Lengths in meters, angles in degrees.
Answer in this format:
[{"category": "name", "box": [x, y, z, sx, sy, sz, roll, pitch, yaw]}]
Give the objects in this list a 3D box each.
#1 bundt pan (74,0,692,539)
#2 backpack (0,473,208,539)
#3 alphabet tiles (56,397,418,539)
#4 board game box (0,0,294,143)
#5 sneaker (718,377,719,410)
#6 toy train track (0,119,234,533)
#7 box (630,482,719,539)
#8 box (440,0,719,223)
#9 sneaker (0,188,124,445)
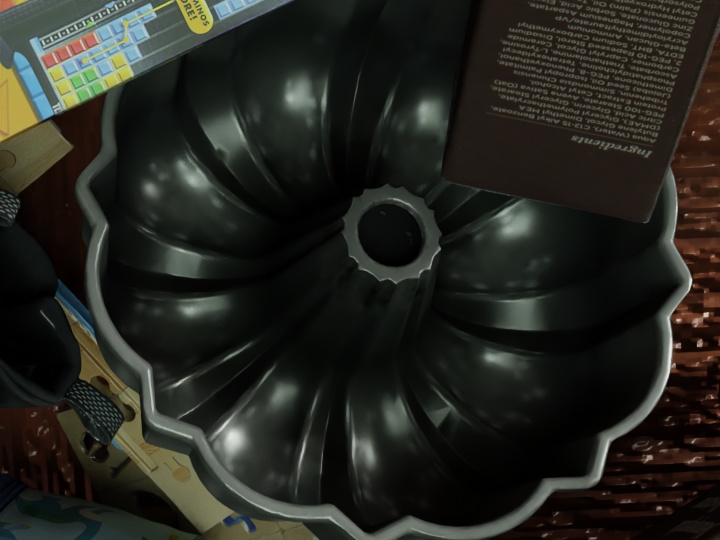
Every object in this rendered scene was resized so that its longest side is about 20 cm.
[{"category": "bundt pan", "box": [0.000, 0.000, 0.941, 0.201, 0.076, 0.203, 5, 70, -15]}, {"category": "backpack", "box": [-0.140, 0.172, 0.990, 0.146, 0.183, 0.201, 22, 114, 4]}, {"category": "alphabet tiles", "box": [-0.026, 0.124, 1.031, 0.167, 0.008, 0.201, -19, 103, 32]}, {"category": "board game box", "box": [-0.078, -0.163, 0.856, 0.165, 0.057, 0.201, -26, 101, 1]}, {"category": "sneaker", "box": [0.228, 0.052, 1.028, 0.199, 0.089, 0.077, 6, 111, 21]}, {"category": "toy train track", "box": [-0.109, 0.006, 0.992, 0.115, 0.033, 0.200, -36, 101, 30]}, {"category": "box", "box": [0.134, 0.155, 0.907, 0.200, 0.166, 0.165, -31, 87, -4]}, {"category": "box", "box": [0.075, -0.111, 0.842, 0.075, 0.100, 0.200, 10, 149, 1]}, {"category": "sneaker", "box": [-0.144, 0.037, 0.948, 0.139, 0.078, 0.200, 16, 143, 5]}]
